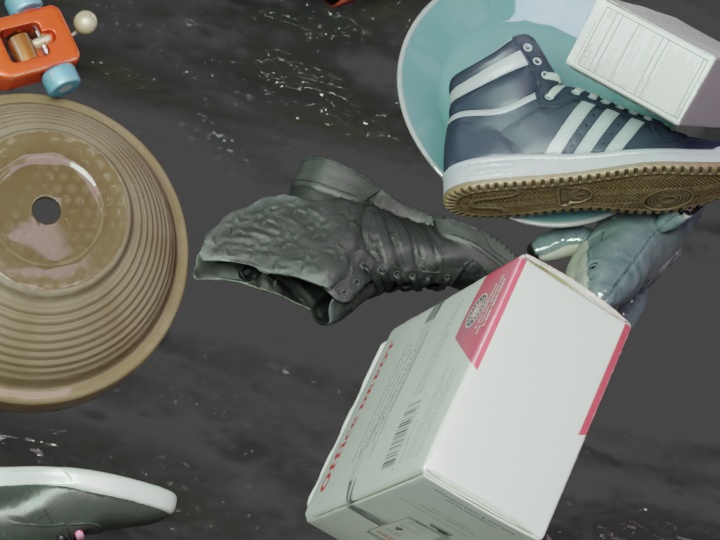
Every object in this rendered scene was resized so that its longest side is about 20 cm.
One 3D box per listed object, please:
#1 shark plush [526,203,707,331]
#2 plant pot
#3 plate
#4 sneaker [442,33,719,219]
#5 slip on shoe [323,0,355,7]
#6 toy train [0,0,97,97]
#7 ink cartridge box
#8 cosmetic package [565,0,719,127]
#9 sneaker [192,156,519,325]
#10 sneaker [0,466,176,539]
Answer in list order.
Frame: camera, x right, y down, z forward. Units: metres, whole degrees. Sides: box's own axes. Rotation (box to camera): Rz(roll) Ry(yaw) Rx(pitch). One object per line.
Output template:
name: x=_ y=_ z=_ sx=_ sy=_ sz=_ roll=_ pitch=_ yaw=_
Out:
shark plush: x=0.211 y=-0.025 z=1.212 sx=0.199 sy=0.083 sz=0.091 roll=-28 pitch=84 yaw=-24
plant pot: x=-0.195 y=-0.021 z=1.072 sx=0.199 sy=0.093 sz=0.202 roll=5 pitch=73 yaw=-17
plate: x=0.120 y=-0.117 z=1.231 sx=0.199 sy=0.026 sz=0.202 roll=5 pitch=64 yaw=-10
sneaker: x=0.151 y=-0.096 z=1.164 sx=0.198 sy=0.070 sz=0.109 roll=-3 pitch=65 yaw=1
slip on shoe: x=-0.008 y=-0.210 z=1.213 sx=0.199 sy=0.074 sz=0.062 roll=-1 pitch=106 yaw=-24
toy train: x=-0.266 y=-0.179 z=1.117 sx=0.150 sy=0.056 sz=0.201 roll=-26 pitch=81 yaw=-29
ink cartridge box: x=0.059 y=0.092 z=1.064 sx=0.082 sy=0.200 sz=0.147 roll=31 pitch=67 yaw=-11
cosmetic package: x=0.201 y=-0.129 z=1.135 sx=0.082 sy=0.200 sz=0.051 roll=34 pitch=106 yaw=18
sneaker: x=0.001 y=-0.001 z=1.151 sx=0.199 sy=0.060 sz=0.105 roll=27 pitch=66 yaw=-3
sneaker: x=-0.206 y=0.165 z=1.027 sx=0.198 sy=0.071 sz=0.100 roll=2 pitch=75 yaw=-11
